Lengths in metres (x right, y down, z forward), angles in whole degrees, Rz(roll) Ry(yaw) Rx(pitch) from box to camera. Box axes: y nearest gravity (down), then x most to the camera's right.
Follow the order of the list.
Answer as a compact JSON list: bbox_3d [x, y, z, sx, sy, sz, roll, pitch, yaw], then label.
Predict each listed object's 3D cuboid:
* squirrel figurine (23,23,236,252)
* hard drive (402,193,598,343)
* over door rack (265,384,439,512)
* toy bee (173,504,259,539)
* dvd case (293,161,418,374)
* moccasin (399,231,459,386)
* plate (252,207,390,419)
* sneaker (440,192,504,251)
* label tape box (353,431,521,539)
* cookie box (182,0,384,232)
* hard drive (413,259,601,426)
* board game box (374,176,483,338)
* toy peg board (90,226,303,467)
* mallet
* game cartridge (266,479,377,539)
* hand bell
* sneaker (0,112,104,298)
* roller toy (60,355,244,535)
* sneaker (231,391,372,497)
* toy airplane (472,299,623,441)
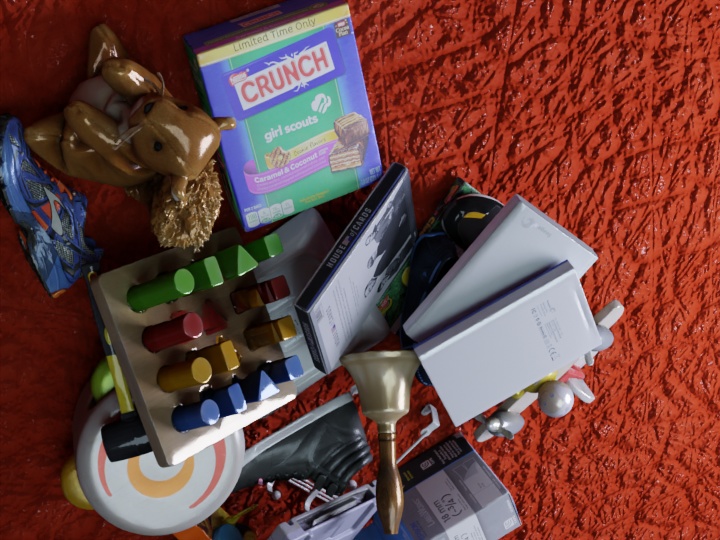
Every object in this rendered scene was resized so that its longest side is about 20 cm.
[{"bbox_3d":[-0.191,-0.118,1.092,0.142,0.185,0.201,-55,136,-21],"label":"squirrel figurine"},{"bbox_3d":[0.159,0.024,1.295,0.131,0.026,0.201,31,109,-28],"label":"hard drive"},{"bbox_3d":[-0.005,0.232,1.419,0.147,0.067,0.201,34,97,-33],"label":"over door rack"},{"bbox_3d":[-0.171,0.335,1.389,0.129,0.109,0.203,-12,108,17],"label":"toy bee"},{"bbox_3d":[0.000,0.000,1.252,0.201,0.025,0.151,-55,157,-22],"label":"dvd case"},{"bbox_3d":[0.085,0.057,1.349,0.079,0.068,0.203,-14,120,-16],"label":"moccasin"},{"bbox_3d":[-0.085,0.060,1.313,0.199,0.032,0.201,-33,120,-1],"label":"plate"},{"bbox_3d":[0.183,-0.021,1.341,0.199,0.090,0.070,33,99,-34],"label":"sneaker"},{"bbox_3d":[0.083,0.313,1.448,0.198,0.144,0.064,-30,122,-8],"label":"label tape box"},{"bbox_3d":[-0.078,-0.168,1.195,0.169,0.075,0.202,-21,120,-13],"label":"cookie box"},{"bbox_3d":[0.171,0.086,1.301,0.198,0.025,0.133,-29,129,0],"label":"hard drive"},{"bbox_3d":[0.098,-0.004,1.380,0.104,0.023,0.201,31,98,-29],"label":"board game box"},{"bbox_3d":[-0.141,0.065,1.160,0.199,0.097,0.202,-24,95,-48],"label":"toy peg board"},{"bbox_3d":[-0.237,0.090,1.143,0.065,0.041,0.203,-7,96,-11],"label":"mallet"},{"bbox_3d":[-0.057,0.321,1.333,0.199,0.038,0.131,-11,137,-55],"label":"game cartridge"},{"bbox_3d":[0.029,0.198,1.299,0.103,0.104,0.203,2,79,-24],"label":"hand bell"},{"bbox_3d":[-0.319,-0.072,1.147,0.078,0.075,0.202,-28,130,-19],"label":"sneaker"},{"bbox_3d":[-0.226,0.186,1.258,0.180,0.140,0.203,14,99,-20],"label":"roller toy"},{"bbox_3d":[-0.073,0.233,1.321,0.198,0.071,0.100,-30,81,-7],"label":"sneaker"},{"bbox_3d":[0.234,0.133,1.430,0.196,0.142,0.202,-12,131,-9],"label":"toy airplane"}]
